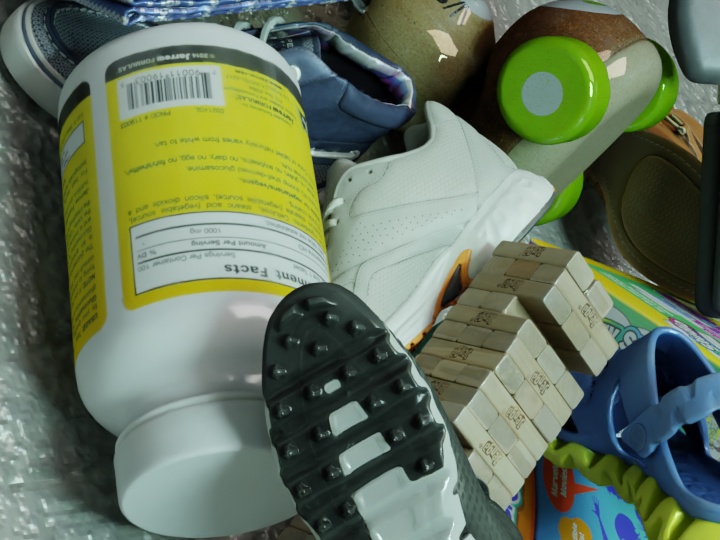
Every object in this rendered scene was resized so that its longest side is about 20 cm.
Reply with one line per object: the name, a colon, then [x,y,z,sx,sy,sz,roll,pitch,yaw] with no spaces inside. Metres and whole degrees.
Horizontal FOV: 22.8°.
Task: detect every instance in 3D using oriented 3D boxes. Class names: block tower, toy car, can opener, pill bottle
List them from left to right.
pill bottle: [-0.069,0.005,0.763,0.112,0.112,0.201,19,50,-40]
block tower: [0.038,0.079,0.789,0.200,0.058,0.054,-51,122,-20]
toy car: [0.053,-0.126,0.992,0.200,0.158,0.164,49,24,12]
can opener: [0.195,-0.074,0.992,0.066,0.053,0.202,3,90,-12]

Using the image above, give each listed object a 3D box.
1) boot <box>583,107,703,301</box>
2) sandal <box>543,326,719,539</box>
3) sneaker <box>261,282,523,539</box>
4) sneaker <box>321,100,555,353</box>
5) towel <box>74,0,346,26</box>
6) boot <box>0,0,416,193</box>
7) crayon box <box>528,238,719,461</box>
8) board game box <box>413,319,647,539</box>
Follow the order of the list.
boot: [0.192,-0.055,1.118,0.200,0.077,0.155,37,21,26]
sandal: [0.138,0.065,0.835,0.079,0.088,0.200,-2,19,-29]
sneaker: [0.019,0.093,0.703,0.201,0.066,0.091,61,5,-8]
sneaker: [0.000,0.000,0.854,0.092,0.076,0.200,44,62,4]
towel: [-0.057,-0.152,0.855,0.199,0.145,0.024,-12,116,-32]
boot: [-0.069,-0.099,0.862,0.199,0.090,0.073,18,50,-41]
crayon box: [0.196,0.066,0.984,0.172,0.059,0.200,17,13,-40]
board game box: [0.091,0.140,0.900,0.200,0.045,0.153,37,40,-25]
